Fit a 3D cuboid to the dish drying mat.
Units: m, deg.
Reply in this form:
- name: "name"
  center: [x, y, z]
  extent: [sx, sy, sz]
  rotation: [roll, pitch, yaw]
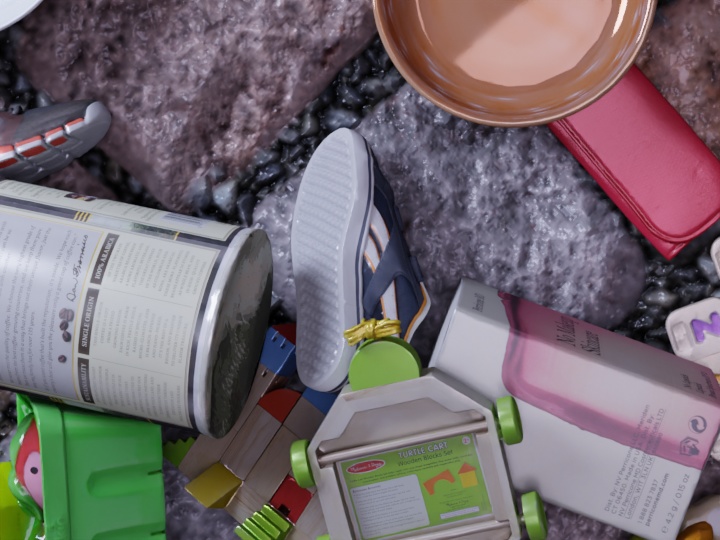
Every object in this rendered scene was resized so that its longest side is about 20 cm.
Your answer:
- name: "dish drying mat"
  center: [0.185, -0.104, 1.407]
  extent: [0.077, 0.018, 0.200]
  rotation: [-42, 95, 5]

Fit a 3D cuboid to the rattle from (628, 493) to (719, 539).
- name: "rattle"
  center: [0.274, 0.265, 1.399]
  extent: [0.130, 0.143, 0.201]
  rotation: [-21, 89, -21]

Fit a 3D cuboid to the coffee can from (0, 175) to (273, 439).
- name: "coffee can"
  center: [-0.176, 0.024, 1.338]
  extent: [0.199, 0.146, 0.147]
  rotation: [12, 98, 11]

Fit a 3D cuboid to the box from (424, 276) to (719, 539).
- name: "box"
  center: [0.142, 0.096, 1.373]
  extent: [0.199, 0.128, 0.109]
  rotation: [20, 101, 1]

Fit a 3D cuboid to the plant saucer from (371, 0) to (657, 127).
- name: "plant saucer"
  center: [0.108, -0.199, 1.372]
  extent: [0.199, 0.037, 0.201]
  rotation: [0, 90, 6]

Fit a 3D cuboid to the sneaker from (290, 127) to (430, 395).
- name: "sneaker"
  center: [0.000, 0.000, 1.380]
  extent: [0.079, 0.078, 0.201]
  rotation: [20, 59, -33]

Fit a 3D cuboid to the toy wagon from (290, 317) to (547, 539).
- name: "toy wagon"
  center: [0.034, 0.124, 1.303]
  extent: [0.155, 0.040, 0.201]
  rotation: [-13, 101, 9]

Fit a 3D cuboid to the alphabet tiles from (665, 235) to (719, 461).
- name: "alphabet tiles"
  center: [0.330, 0.055, 1.428]
  extent: [0.195, 0.015, 0.201]
  rotation: [-20, 97, 4]

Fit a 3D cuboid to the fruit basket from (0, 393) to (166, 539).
- name: "fruit basket"
  center: [-0.244, 0.183, 1.398]
  extent: [0.215, 0.155, 0.217]
  rotation: [-3, 99, -16]

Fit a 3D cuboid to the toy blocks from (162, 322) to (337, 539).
- name: "toy blocks"
  center: [-0.031, 0.131, 1.393]
  extent: [0.200, 0.100, 0.137]
  rotation: [38, 98, 24]

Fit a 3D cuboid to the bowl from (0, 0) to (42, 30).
- name: "bowl"
  center: [-0.285, -0.258, 1.356]
  extent: [0.200, 0.090, 0.202]
  rotation: [0, 99, 1]

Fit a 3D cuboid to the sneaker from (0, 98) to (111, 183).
- name: "sneaker"
  center: [-0.279, -0.098, 1.389]
  extent: [0.199, 0.077, 0.082]
  rotation: [-19, 78, -6]
